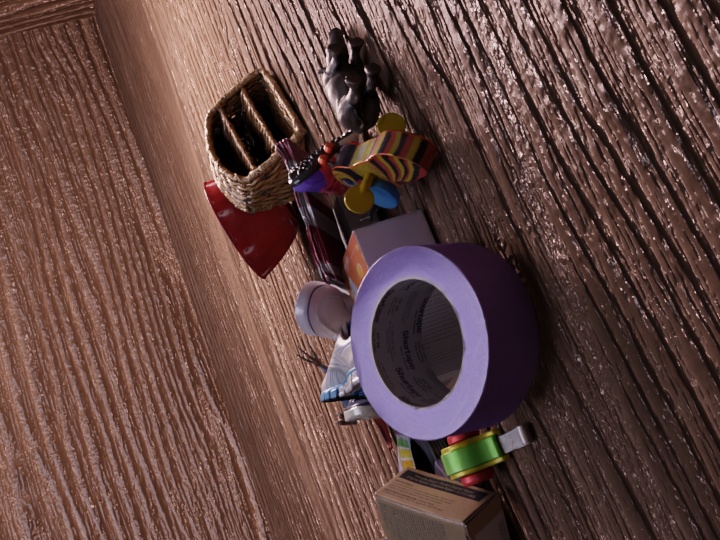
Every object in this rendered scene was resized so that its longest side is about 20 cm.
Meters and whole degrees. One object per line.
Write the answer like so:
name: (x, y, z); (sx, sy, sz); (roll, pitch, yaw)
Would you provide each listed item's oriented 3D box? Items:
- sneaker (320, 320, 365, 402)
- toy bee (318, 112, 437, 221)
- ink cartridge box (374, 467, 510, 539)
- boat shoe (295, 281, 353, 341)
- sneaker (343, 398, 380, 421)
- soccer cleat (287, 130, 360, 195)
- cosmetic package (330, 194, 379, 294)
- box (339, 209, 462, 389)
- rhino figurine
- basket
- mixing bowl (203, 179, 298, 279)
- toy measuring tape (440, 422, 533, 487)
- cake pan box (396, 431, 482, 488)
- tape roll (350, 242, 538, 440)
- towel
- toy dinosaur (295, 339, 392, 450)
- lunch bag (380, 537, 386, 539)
sneaker: (-0.006, 0.109, 1.306); (0.200, 0.074, 0.088); (135, 124, -64)
toy bee: (0.005, -0.118, 1.267); (0.200, 0.108, 0.132); (-50, 17, 46)
ink cartridge box: (0.117, 0.366, 1.343); (0.163, 0.075, 0.203); (6, 118, 47)
boat shoe: (-0.017, 0.061, 1.395); (0.199, 0.064, 0.075); (21, -103, -62)
sneaker: (0.014, 0.168, 1.532); (0.200, 0.074, 0.086); (6, -101, -85)
soccer cleat: (-0.034, -0.127, 1.375); (0.074, 0.068, 0.200); (60, -158, -8)
cosmetic package: (0.000, 0.000, 1.530); (0.201, 0.051, 0.153); (108, 144, -62)
box: (0.059, 0.050, 1.306); (0.125, 0.096, 0.203); (113, 138, -66)
rhino figurine: (-0.019, -0.247, 1.344); (0.201, 0.059, 0.089); (-112, 19, -50)
basket: (-0.185, -0.217, 1.766); (0.150, 0.141, 0.201); (92, 155, -49)
mixing bowl: (-0.178, -0.098, 1.865); (0.202, 0.107, 0.200); (58, -175, -8)
toy measuring tape: (0.140, 0.215, 1.249); (0.200, 0.072, 0.075); (126, 125, -70)
cake pan box: (0.109, 0.300, 1.466); (0.184, 0.052, 0.203); (-131, 30, -50)
tape roll: (0.085, 0.073, 1.120); (0.198, 0.084, 0.204); (4, 96, 45)
towel: (-0.056, -0.069, 1.424); (0.144, 0.022, 0.203); (28, -139, -74)
toy dinosaur: (0.002, 0.154, 1.695); (0.198, 0.105, 0.183); (27, 129, 15)
lunch bag: (0.057, 0.475, 1.590); (0.200, 0.167, 0.129); (-130, 27, -55)
